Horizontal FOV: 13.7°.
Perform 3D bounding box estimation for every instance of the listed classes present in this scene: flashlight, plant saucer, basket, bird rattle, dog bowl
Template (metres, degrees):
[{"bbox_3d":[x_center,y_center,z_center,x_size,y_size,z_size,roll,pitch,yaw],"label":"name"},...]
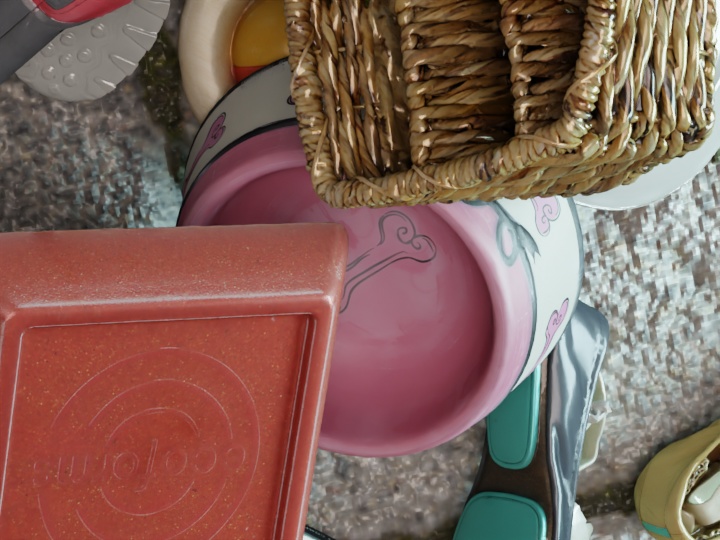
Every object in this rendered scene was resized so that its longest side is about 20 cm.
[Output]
[{"bbox_3d":[-0.159,-0.115,1.362,0.200,0.068,0.068,-36,147,32],"label":"flashlight"},{"bbox_3d":[-0.098,0.080,1.316,0.199,0.037,0.201,-2,114,-29],"label":"plant saucer"},{"bbox_3d":[0.057,-0.134,1.278,0.149,0.143,0.201,-2,80,-27],"label":"basket"},{"bbox_3d":[-0.005,-0.104,1.437,0.163,0.113,0.201,-8,115,4],"label":"bird rattle"},{"bbox_3d":[0.000,0.000,1.399,0.200,0.074,0.201,9,124,14],"label":"dog bowl"}]

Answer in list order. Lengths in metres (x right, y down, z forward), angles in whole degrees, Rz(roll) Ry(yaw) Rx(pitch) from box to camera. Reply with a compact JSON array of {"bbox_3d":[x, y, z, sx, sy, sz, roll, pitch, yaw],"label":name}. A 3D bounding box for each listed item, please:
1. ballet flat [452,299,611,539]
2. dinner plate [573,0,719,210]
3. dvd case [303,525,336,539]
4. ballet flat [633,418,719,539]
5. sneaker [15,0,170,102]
[{"bbox_3d":[0.090,0.107,1.487,0.073,0.073,0.201,7,93,-10],"label":"ballet flat"},{"bbox_3d":[0.127,-0.129,1.423,0.200,0.024,0.201,-3,94,-38],"label":"dinner plate"},{"bbox_3d":[-0.040,0.202,1.505,0.200,0.022,0.146,28,95,-14],"label":"dvd case"},{"bbox_3d":[0.230,0.079,1.505,0.200,0.063,0.069,-37,104,-1],"label":"ballet flat"},{"bbox_3d":[-0.117,-0.174,1.402,0.076,0.081,0.200,15,118,-7],"label":"sneaker"}]
